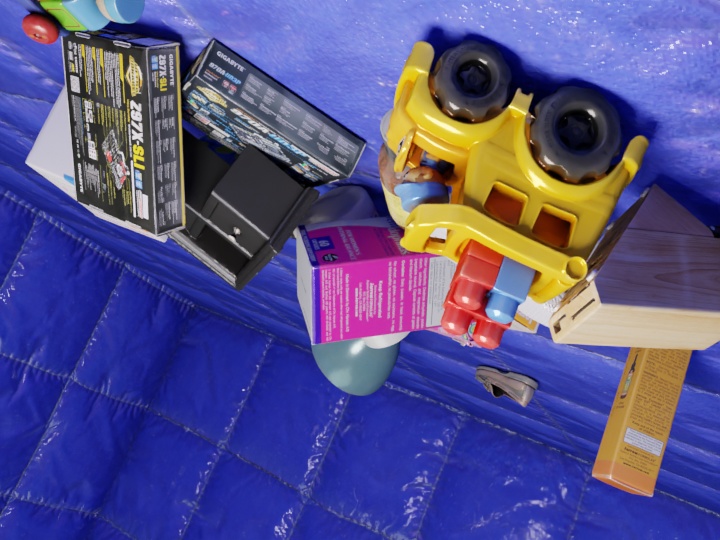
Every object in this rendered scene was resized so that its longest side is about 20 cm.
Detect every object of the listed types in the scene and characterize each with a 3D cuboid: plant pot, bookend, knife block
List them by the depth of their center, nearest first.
[{"bbox_3d":[0.263,0.029,0.609,0.175,0.200,0.064,41,143,6],"label":"knife block"},{"bbox_3d":[-0.175,-0.090,0.924,0.198,0.093,0.199,39,156,-10],"label":"bookend"},{"bbox_3d":[0.010,0.144,1.652,0.197,0.203,0.135,28,132,-18],"label":"plant pot"}]

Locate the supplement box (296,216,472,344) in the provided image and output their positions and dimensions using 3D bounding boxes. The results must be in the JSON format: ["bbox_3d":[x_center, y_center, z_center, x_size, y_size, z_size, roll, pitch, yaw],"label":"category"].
[{"bbox_3d":[0.031,0.005,0.886,0.195,0.106,0.102,-6,-150,-13],"label":"supplement box"}]

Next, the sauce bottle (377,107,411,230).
[{"bbox_3d":[0.050,-0.099,0.779,0.065,0.067,0.200,22,169,12],"label":"sauce bottle"}]

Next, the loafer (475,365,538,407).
[{"bbox_3d":[0.319,0.262,1.753,0.071,0.064,0.199,31,167,-25],"label":"loafer"}]

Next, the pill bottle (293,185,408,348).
[{"bbox_3d":[0.000,0.000,1.021,0.111,0.112,0.202,10,135,50],"label":"pill bottle"}]

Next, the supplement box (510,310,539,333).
[{"bbox_3d":[0.147,0.017,1.047,0.125,0.075,0.199,30,169,-25],"label":"supplement box"}]

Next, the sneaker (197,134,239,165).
[{"bbox_3d":[-0.180,-0.132,1.033,0.196,0.071,0.084,15,129,33],"label":"sneaker"}]

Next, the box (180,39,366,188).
[{"bbox_3d":[-0.112,-0.164,0.871,0.198,0.047,0.158,31,167,-22],"label":"box"}]

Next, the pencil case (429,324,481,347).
[{"bbox_3d":[0.130,0.068,1.271,0.198,0.089,0.087,13,164,47],"label":"pencil case"}]

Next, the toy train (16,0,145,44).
[{"bbox_3d":[-0.280,-0.281,0.658,0.113,0.087,0.200,8,162,22],"label":"toy train"}]

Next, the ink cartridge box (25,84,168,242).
[{"bbox_3d":[-0.353,-0.158,1.139,0.144,0.147,0.200,20,168,15],"label":"ink cartridge box"}]

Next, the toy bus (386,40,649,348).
[{"bbox_3d":[0.093,-0.050,0.603,0.197,0.195,0.136,25,170,3],"label":"toy bus"}]

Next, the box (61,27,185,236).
[{"bbox_3d":[-0.264,-0.158,0.862,0.157,0.205,0.049,19,-153,33],"label":"box"}]

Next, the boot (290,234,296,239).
[{"bbox_3d":[-0.044,-0.053,1.164,0.197,0.071,0.131,23,174,32],"label":"boot"}]

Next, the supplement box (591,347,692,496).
[{"bbox_3d":[0.367,0.182,1.002,0.067,0.204,0.067,20,168,0],"label":"supplement box"}]

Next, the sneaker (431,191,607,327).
[{"bbox_3d":[0.142,-0.046,0.730,0.198,0.116,0.075,37,168,3],"label":"sneaker"}]
